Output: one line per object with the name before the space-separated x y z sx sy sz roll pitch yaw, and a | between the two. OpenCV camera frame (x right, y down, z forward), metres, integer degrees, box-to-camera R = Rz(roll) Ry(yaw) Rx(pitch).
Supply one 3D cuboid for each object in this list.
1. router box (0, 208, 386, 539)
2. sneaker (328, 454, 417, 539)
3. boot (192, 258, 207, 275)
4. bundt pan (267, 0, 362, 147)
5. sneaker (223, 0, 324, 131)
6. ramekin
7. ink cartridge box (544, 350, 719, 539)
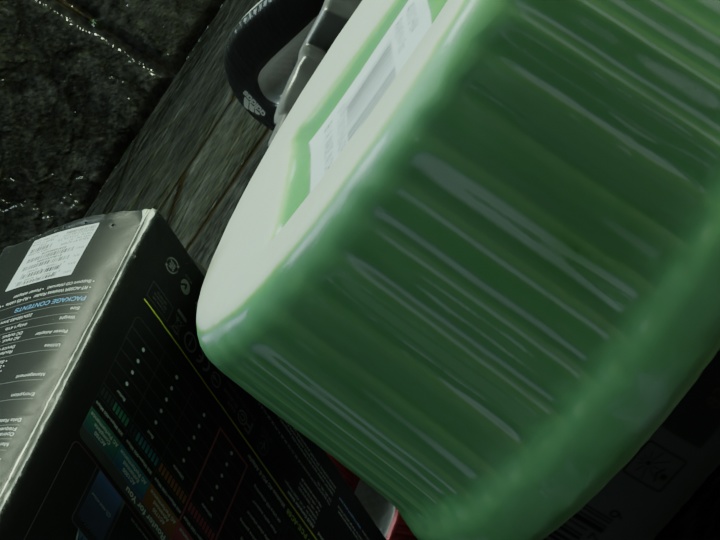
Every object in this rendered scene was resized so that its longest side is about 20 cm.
router box | -0.057 0.107 0.762 0.062 0.200 0.150 -13 35 31
sneaker | 0.013 0.036 0.987 0.201 0.078 0.115 -59 11 -9
boot | -0.179 0.085 1.786 0.204 0.073 0.154 -59 7 -15
bundt pan | 0.050 -0.112 0.894 0.203 0.075 0.202 -59 9 16
sneaker | 0.035 -0.139 1.066 0.200 0.076 0.115 -34 10 39
ramekin | 0.040 -0.029 0.723 0.200 0.097 0.200 -54 11 15
ink cartridge box | 0.085 0.005 0.814 0.163 0.057 0.200 -53 16 29
